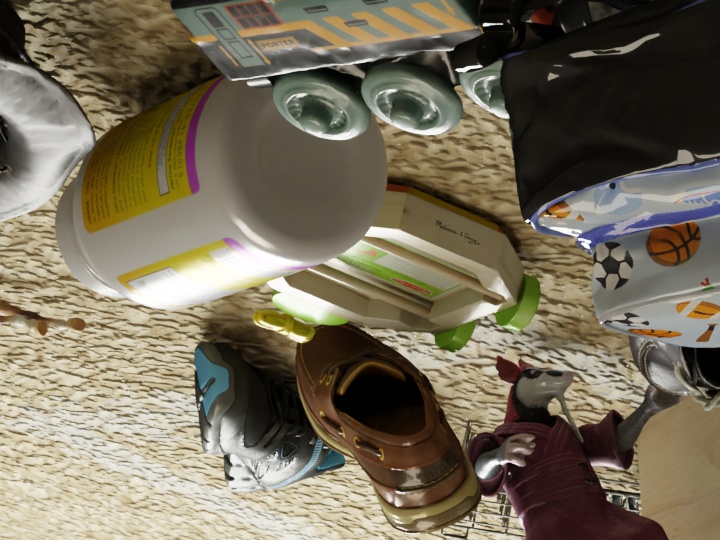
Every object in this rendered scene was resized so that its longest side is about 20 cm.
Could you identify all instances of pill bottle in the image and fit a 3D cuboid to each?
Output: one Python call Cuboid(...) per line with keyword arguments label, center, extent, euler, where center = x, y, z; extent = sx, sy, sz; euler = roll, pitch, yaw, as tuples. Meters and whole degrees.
Cuboid(label="pill bottle", center=(-0.079, -0.038, 1.461), extent=(0.104, 0.104, 0.200), euler=(25, 158, -27))

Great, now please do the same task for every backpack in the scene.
Cuboid(label="backpack", center=(0.167, -0.050, 1.134), extent=(0.200, 0.154, 0.190), euler=(-8, 178, 27))

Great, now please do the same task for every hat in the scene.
Cuboid(label="hat", center=(-0.222, -0.101, 1.429), extent=(0.200, 0.081, 0.201), euler=(5, 156, 2))

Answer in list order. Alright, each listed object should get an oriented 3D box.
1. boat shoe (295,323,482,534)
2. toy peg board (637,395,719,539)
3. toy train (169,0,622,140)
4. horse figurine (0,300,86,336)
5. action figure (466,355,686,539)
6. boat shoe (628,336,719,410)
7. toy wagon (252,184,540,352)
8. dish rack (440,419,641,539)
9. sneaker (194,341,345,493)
Cuboid(label="boat shoe", center=(0.011, 0.075, 1.676), extent=(0.200, 0.072, 0.068), euler=(51, 162, 57))
Cuboid(label="toy peg board", center=(0.246, 0.167, 1.682), extent=(0.098, 0.199, 0.200), euler=(3, 163, -15))
Cuboid(label="toy train", center=(0.012, -0.117, 1.232), extent=(0.200, 0.085, 0.114), euler=(-3, 144, 39))
Cuboid(label="horse figurine", center=(-0.268, 0.012, 1.800), extent=(0.132, 0.050, 0.200), euler=(1, 156, 31))
Cuboid(label="action figure", center=(0.122, 0.139, 1.692), extent=(0.134, 0.200, 0.149), euler=(-3, 144, -24))
Cuboid(label="boat shoe", center=(0.183, 0.041, 1.554), extent=(0.073, 0.063, 0.200), euler=(15, 160, -4))
Cuboid(label="toy wagon", center=(0.000, 0.000, 1.605), extent=(0.155, 0.040, 0.200), euler=(23, 159, -22))
Cuboid(label="dish rack", center=(0.105, 0.140, 1.891), extent=(0.200, 0.055, 0.153), euler=(9, 161, 10))
Cuboid(label="sneaker", center=(-0.060, 0.091, 1.867), extent=(0.082, 0.073, 0.200), euler=(-6, 163, 7))
